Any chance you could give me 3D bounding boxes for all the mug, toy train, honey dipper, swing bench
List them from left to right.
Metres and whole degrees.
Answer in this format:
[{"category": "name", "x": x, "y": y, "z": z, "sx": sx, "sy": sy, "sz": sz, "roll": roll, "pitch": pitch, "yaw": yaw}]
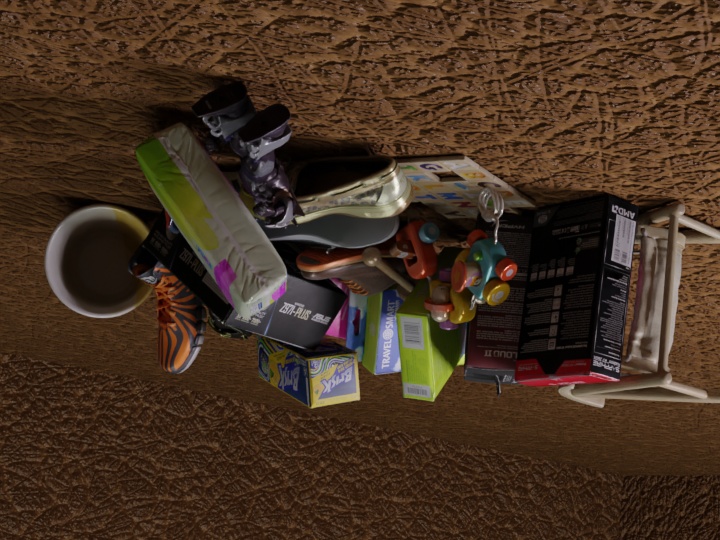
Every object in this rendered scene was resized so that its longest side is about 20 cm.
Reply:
[{"category": "mug", "x": -0.331, "y": -0.004, "z": 1.946, "sx": 0.186, "sy": 0.150, "sz": 0.153, "roll": 16, "pitch": 175, "yaw": -7}, {"category": "honey dipper", "x": 0.045, "y": 0.006, "z": 1.711, "sx": 0.038, "sy": 0.038, "sz": 0.200, "roll": 3, "pitch": 166, "yaw": 20}, {"category": "toy train", "x": 0.093, "y": -0.013, "z": 1.591, "sx": 0.055, "sy": 0.151, "sz": 0.200, "roll": -10, "pitch": 171, "yaw": -31}, {"category": "swing bench", "x": 0.308, "y": 0.044, "z": 1.605, "sx": 0.130, "sy": 0.200, "sz": 0.200, "roll": 18, "pitch": 163, "yaw": -38}]

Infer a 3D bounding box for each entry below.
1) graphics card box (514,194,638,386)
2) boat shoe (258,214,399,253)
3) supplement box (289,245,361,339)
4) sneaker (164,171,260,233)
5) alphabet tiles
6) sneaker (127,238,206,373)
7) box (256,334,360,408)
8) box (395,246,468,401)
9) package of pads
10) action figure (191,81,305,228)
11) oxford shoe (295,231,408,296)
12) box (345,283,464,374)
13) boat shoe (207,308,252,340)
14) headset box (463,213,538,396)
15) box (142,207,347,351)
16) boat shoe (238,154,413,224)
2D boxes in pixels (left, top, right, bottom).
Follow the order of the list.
[{"category": "graphics card box", "x": 0.235, "y": 0.025, "z": 1.564, "sx": 0.051, "sy": 0.201, "sz": 0.125, "roll": 16, "pitch": 164, "yaw": -31}, {"category": "boat shoe", "x": -0.041, "y": -0.055, "z": 1.674, "sx": 0.199, "sy": 0.074, "sz": 0.068, "roll": -5, "pitch": 172, "yaw": 23}, {"category": "supplement box", "x": -0.018, "y": 0.032, "z": 1.915, "sx": 0.200, "sy": 0.104, "sz": 0.101, "roll": 16, "pitch": -168, "yaw": -30}, {"category": "sneaker", "x": -0.135, "y": -0.071, "z": 1.635, "sx": 0.199, "sy": 0.085, "sz": 0.075, "roll": 2, "pitch": 166, "yaw": 25}, {"category": "alphabet tiles", "x": 0.091, "y": -0.090, "z": 1.588, "sx": 0.167, "sy": 0.008, "sz": 0.200, "roll": -1, "pitch": 164, "yaw": 34}, {"category": "sneaker", "x": -0.256, "y": 0.032, "z": 1.851, "sx": 0.077, "sy": 0.201, "sz": 0.112, "roll": 7, "pitch": 179, "yaw": 38}, {"category": "box", "x": -0.070, "y": 0.121, "z": 1.827, "sx": 0.070, "sy": 0.065, "sz": 0.200, "roll": -7, "pitch": -171, "yaw": -22}, {"category": "box", "x": 0.102, "y": 0.057, "z": 1.754, "sx": 0.048, "sy": 0.122, "sz": 0.200, "roll": 6, "pitch": -151, "yaw": 22}, {"category": "package of pads", "x": -0.153, "y": -0.050, "z": 1.507, "sx": 0.068, "sy": 0.200, "sz": 0.155, "roll": -34, "pitch": 176, "yaw": -7}, {"category": "action figure", "x": -0.108, "y": -0.111, "z": 1.418, "sx": 0.130, "sy": 0.069, "sz": 0.200, "roll": 45, "pitch": 166, "yaw": 19}, {"category": "oxford shoe", "x": 0.000, "y": 0.000, "z": 1.739, "sx": 0.200, "sy": 0.073, "sz": 0.071, "roll": -9, "pitch": -158, "yaw": -44}, {"category": "box", "x": 0.082, "y": 0.066, "z": 1.881, "sx": 0.199, "sy": 0.122, "sz": 0.048, "roll": -5, "pitch": -158, "yaw": -24}, {"category": "boat shoe", "x": -0.164, "y": 0.062, "z": 1.866, "sx": 0.072, "sy": 0.061, "sz": 0.201, "roll": 45, "pitch": -176, "yaw": 7}, {"category": "headset box", "x": 0.164, "y": 0.047, "z": 1.685, "sx": 0.077, "sy": 0.201, "sz": 0.149, "roll": 3, "pitch": 169, "yaw": 4}, {"category": "box", "x": -0.142, "y": -0.001, "z": 1.752, "sx": 0.164, "sy": 0.086, "sz": 0.200, "roll": 22, "pitch": -167, "yaw": -47}, {"category": "boat shoe", "x": -0.043, "y": -0.096, "z": 1.523, "sx": 0.199, "sy": 0.073, "sz": 0.063, "roll": -3, "pitch": 141, "yaw": 21}]
